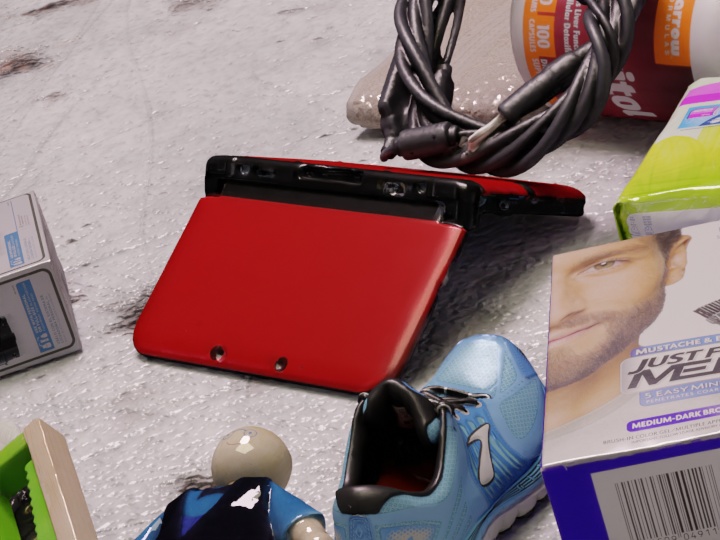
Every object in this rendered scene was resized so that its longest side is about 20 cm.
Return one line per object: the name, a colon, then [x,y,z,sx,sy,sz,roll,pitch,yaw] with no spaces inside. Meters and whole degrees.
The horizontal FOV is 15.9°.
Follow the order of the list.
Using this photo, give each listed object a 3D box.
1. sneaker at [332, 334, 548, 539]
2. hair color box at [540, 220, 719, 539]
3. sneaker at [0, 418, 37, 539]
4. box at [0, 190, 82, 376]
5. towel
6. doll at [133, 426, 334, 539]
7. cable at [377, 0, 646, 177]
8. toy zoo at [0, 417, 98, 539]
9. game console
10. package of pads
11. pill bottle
sneaker: [0.039,0.081,1.188,0.078,0.090,0.200,-5,28,22]
hair color box: [0.145,0.053,1.211,0.109,0.065,0.200,-12,25,12]
sneaker: [-0.155,0.133,1.218,0.072,0.072,0.200,-45,24,5]
box: [-0.271,0.030,1.507,0.200,0.060,0.117,-19,26,-3]
towel: [0.095,-0.145,1.658,0.132,0.035,0.200,4,33,38]
doll: [-0.072,0.140,1.185,0.136,0.049,0.200,-18,23,27]
cable: [0.089,-0.143,1.460,0.163,0.051,0.200,-7,51,41]
toy zoo: [-0.196,0.171,1.138,0.200,0.020,0.131,-40,39,11]
game console: [0.000,0.000,1.452,0.200,0.119,0.172,8,5,40]
package of pads: [0.245,-0.047,1.338,0.200,0.068,0.155,-3,29,28]
pill bottle: [0.195,-0.141,1.500,0.200,0.113,0.113,9,36,42]
